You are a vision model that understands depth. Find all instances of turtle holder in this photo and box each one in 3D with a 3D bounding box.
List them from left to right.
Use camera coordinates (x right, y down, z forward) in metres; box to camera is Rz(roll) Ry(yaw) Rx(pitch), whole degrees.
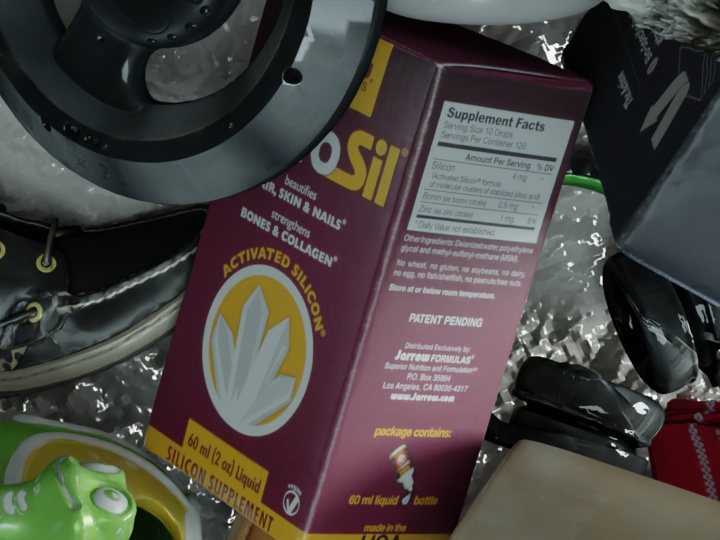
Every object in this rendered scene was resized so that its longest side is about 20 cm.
[{"bbox_3d":[-0.129,0.114,1.110,0.131,0.141,0.186,-1,130,-5],"label":"turtle holder"}]

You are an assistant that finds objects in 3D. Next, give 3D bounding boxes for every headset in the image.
[{"bbox_3d":[0.114,0.040,1.128,0.200,0.094,0.124,41,83,-4],"label":"headset"}]

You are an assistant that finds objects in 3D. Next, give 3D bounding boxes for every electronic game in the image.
[{"bbox_3d":[-0.075,-0.125,1.048,0.199,0.042,0.201,6,102,30],"label":"electronic game"}]

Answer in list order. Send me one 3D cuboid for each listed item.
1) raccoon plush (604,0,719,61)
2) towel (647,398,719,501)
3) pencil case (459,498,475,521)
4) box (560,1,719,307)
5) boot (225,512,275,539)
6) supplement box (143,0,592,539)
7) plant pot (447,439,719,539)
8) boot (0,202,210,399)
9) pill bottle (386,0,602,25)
[{"bbox_3d":[0.165,-0.031,0.873,0.199,0.134,0.097,13,116,-9],"label":"raccoon plush"},{"bbox_3d":[0.222,0.126,1.170,0.199,0.022,0.145,1,114,32],"label":"towel"},{"bbox_3d":[0.103,0.180,1.213,0.087,0.088,0.201,-21,112,8],"label":"pencil case"},{"bbox_3d":[0.181,-0.100,1.026,0.117,0.197,0.200,28,111,-14],"label":"box"},{"bbox_3d":[0.011,0.179,1.163,0.155,0.077,0.201,5,75,16],"label":"boot"},{"bbox_3d":[0.000,0.000,1.083,0.085,0.110,0.201,4,107,-43],"label":"supplement box"},{"bbox_3d":[0.103,0.161,1.069,0.173,0.200,0.200,32,111,7],"label":"plant pot"},{"bbox_3d":[-0.163,-0.025,1.124,0.199,0.073,0.151,-18,114,13],"label":"boot"},{"bbox_3d":[0.048,-0.202,1.023,0.112,0.113,0.201,1,115,-2],"label":"pill bottle"}]
